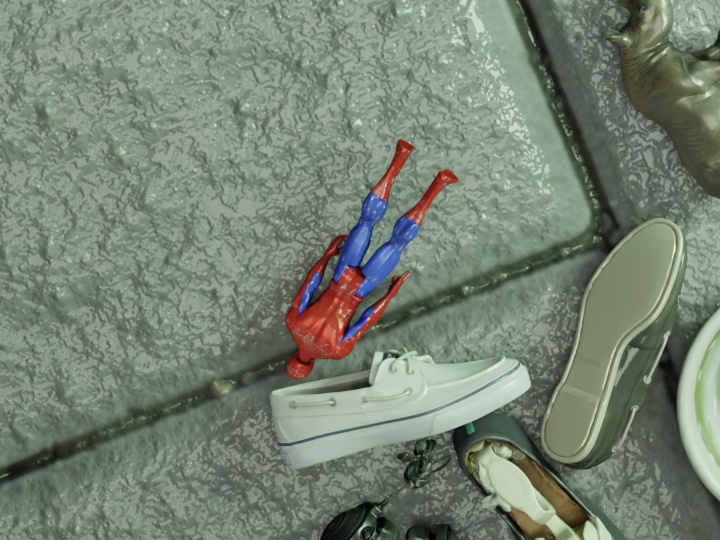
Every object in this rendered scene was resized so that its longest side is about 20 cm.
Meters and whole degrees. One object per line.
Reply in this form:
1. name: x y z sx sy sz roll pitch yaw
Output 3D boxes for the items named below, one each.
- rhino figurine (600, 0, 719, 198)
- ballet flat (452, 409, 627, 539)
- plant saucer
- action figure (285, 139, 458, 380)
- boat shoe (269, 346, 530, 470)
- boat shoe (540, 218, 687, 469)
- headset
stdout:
1. rhino figurine: 0.244 -0.139 1.605 0.087 0.060 0.200 -39 91 17
2. ballet flat: 0.142 0.190 1.646 0.073 0.073 0.200 -41 94 6
3. plant saucer: 0.336 0.097 1.635 0.199 0.050 0.201 0 96 2
4. action figure: 0.000 0.000 1.639 0.065 0.052 0.200 34 102 4
5. boat shoe: 0.026 0.092 1.635 0.199 0.074 0.067 -19 99 5
6. boat shoe: 0.197 0.056 1.640 0.067 0.057 0.201 27 95 35
7. headset: 0.025 0.221 1.642 0.123 0.094 0.201 16 109 0
